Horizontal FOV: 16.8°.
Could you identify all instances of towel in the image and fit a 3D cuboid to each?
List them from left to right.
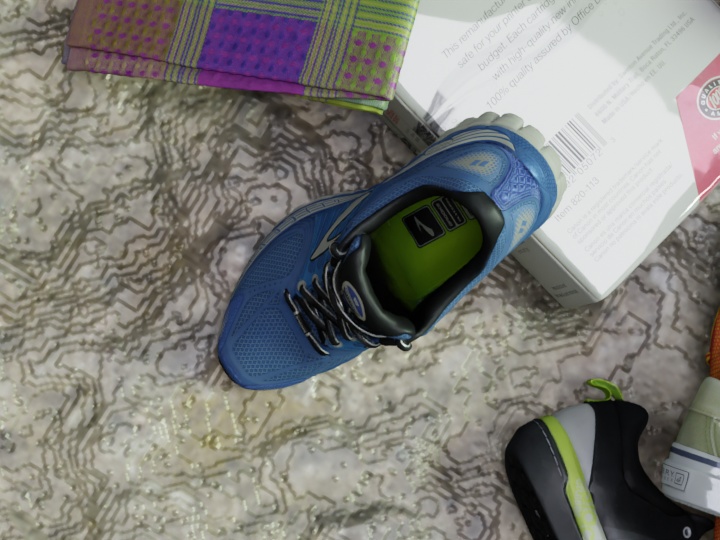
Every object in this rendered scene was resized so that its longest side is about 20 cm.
[{"bbox_3d":[-0.049,-0.151,1.137,0.200,0.023,0.144,10,81,32],"label":"towel"}]

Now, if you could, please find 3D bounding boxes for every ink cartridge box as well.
[{"bbox_3d":[0.089,-0.102,1.178,0.147,0.083,0.200,-44,92,-8],"label":"ink cartridge box"}]

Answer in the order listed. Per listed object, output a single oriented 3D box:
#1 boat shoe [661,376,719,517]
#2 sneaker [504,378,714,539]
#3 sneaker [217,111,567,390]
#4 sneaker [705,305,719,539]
[{"bbox_3d":[0.238,0.104,1.123,0.200,0.072,0.062,17,94,-13],"label":"boat shoe"},{"bbox_3d":[0.142,0.149,1.177,0.083,0.072,0.200,-23,91,-11],"label":"sneaker"},{"bbox_3d":[0.000,0.000,1.124,0.200,0.089,0.079,-36,95,33],"label":"sneaker"},{"bbox_3d":[0.204,0.063,1.191,0.073,0.077,0.200,12,85,-24],"label":"sneaker"}]
